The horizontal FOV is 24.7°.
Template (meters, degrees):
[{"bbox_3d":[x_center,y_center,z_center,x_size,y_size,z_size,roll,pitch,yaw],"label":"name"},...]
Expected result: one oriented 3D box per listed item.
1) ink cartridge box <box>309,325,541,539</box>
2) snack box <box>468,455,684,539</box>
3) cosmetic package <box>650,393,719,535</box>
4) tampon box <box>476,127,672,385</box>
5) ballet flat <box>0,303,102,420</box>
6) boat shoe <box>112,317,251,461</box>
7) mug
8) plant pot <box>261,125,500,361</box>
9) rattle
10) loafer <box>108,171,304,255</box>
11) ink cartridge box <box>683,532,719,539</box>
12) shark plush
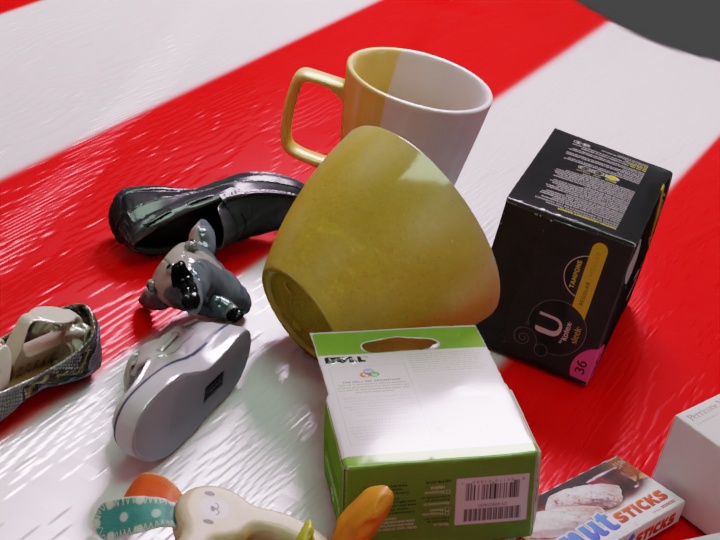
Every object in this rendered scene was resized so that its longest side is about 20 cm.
[{"bbox_3d":[0.043,0.122,1.270,0.146,0.076,0.200,-3,27,-9],"label":"ink cartridge box"},{"bbox_3d":[0.167,0.198,1.271,0.072,0.025,0.199,33,33,32],"label":"snack box"},{"bbox_3d":[0.344,0.187,1.318,0.107,0.085,0.200,-19,44,-43],"label":"cosmetic package"},{"bbox_3d":[0.198,-0.017,1.541,0.125,0.151,0.200,21,29,11],"label":"tampon box"},{"bbox_3d":[-0.270,0.069,1.241,0.072,0.073,0.200,29,31,23],"label":"ballet flat"},{"bbox_3d":[-0.152,0.088,1.276,0.065,0.074,0.200,18,18,15],"label":"boat shoe"},{"bbox_3d":[0.029,-0.132,1.660,0.186,0.154,0.149,32,33,29],"label":"mug"},{"bbox_3d":[0.000,0.000,1.405,0.142,0.201,0.200,-37,53,-22],"label":"plant pot"},{"bbox_3d":[-0.086,0.159,1.105,0.130,0.144,0.200,-31,56,-30],"label":"rattle"},{"bbox_3d":[-0.133,-0.046,1.522,0.199,0.069,0.071,-7,43,-27],"label":"loafer"},{"bbox_3d":[0.214,0.265,1.114,0.198,0.084,0.144,-5,35,-32],"label":"ink cartridge box"},{"bbox_3d":[-0.123,0.010,1.352,0.083,0.091,0.200,39,-10,-3],"label":"shark plush"}]
